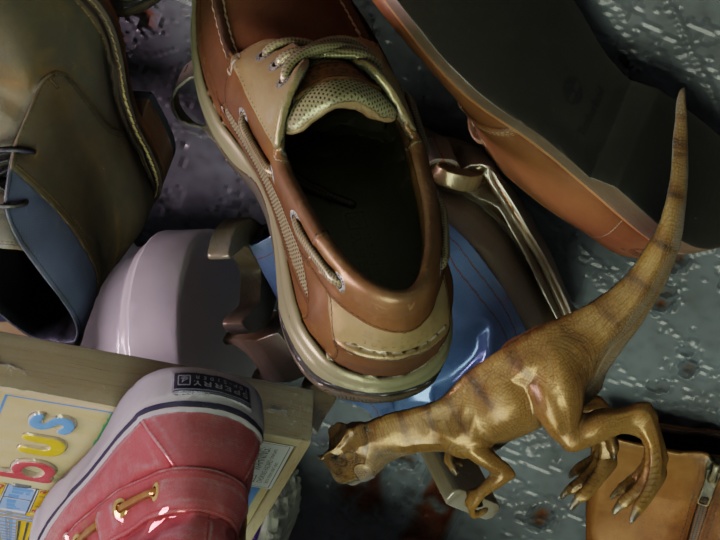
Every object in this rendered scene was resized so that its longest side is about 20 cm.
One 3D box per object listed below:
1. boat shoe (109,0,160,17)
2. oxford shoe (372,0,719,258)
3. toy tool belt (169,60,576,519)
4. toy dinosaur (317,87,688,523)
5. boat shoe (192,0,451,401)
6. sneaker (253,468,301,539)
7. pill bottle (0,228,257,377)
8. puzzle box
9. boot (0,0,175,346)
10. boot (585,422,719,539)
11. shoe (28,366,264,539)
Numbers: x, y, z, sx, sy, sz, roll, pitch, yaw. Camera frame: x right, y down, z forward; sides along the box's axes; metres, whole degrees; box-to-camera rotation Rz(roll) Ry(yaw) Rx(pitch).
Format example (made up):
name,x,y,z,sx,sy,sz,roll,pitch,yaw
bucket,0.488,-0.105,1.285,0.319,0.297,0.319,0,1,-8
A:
name,x,y,z,sx,sy,sz,roll,pitch,yaw
boat shoe,-0.157,-0.167,1.107,0.200,0.076,0.074,18,126,-10
oxford shoe,0.058,-0.071,1.125,0.200,0.071,0.071,45,148,-16
toy tool belt,0.000,0.000,1.159,0.125,0.123,0.200,-29,116,33
toy dinosaur,0.077,0.039,1.092,0.200,0.060,0.106,-37,111,10
boat shoe,-0.008,-0.052,1.069,0.075,0.200,0.074,-13,151,-17
sneaker,-0.100,0.148,1.344,0.099,0.070,0.200,27,130,-4
pill bottle,-0.151,0.036,1.237,0.199,0.116,0.116,-5,127,19
puzzle box,-0.109,0.093,1.188,0.133,0.025,0.200,11,147,-12
boot,-0.132,-0.055,1.093,0.075,0.097,0.200,0,148,26
boot,0.096,0.149,1.291,0.188,0.069,0.200,13,130,6
shoe,-0.087,0.122,1.123,0.071,0.091,0.200,12,147,-14
